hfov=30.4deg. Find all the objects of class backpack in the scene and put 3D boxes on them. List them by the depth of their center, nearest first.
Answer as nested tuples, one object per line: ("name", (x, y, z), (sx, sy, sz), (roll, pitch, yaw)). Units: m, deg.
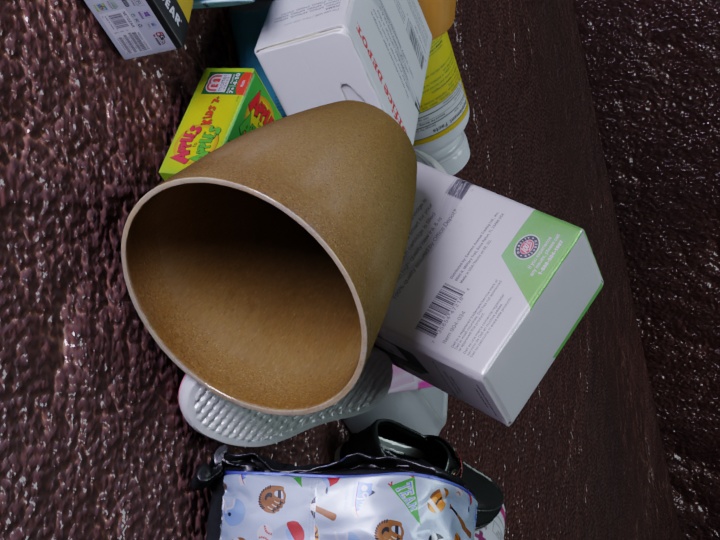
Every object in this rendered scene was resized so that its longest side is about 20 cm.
("backpack", (-0.006, 0.207, 0.992), (0.200, 0.188, 0.156), (31, 50, -65))

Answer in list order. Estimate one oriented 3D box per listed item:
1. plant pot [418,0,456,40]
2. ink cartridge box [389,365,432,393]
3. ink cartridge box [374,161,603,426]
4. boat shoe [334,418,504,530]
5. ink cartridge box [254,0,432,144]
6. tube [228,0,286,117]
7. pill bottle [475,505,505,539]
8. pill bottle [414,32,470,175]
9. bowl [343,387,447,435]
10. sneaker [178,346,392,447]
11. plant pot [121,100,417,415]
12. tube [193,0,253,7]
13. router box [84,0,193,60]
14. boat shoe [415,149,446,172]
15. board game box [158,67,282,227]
("plant pot", (0.019, -0.320, 1.281), (0.201, 0.197, 0.185), (-69, 154, -54))
("ink cartridge box", (0.025, 0.062, 1.206), (0.199, 0.037, 0.096), (-2, 101, -47))
("ink cartridge box", (0.070, 0.010, 1.068), (0.146, 0.199, 0.084), (-53, 142, -15))
("boat shoe", (0.069, 0.200, 1.276), (0.200, 0.063, 0.074), (26, 40, -33))
("ink cartridge box", (-0.008, -0.191, 1.120), (0.201, 0.083, 0.145), (-79, 150, -48))
("tube", (-0.075, -0.132, 1.155), (0.077, 0.050, 0.203), (-46, 132, -60))
("pill bottle", (0.083, 0.315, 1.331), (0.201, 0.112, 0.114), (-77, 152, -46))
("pill bottle", (0.055, -0.200, 1.451), (0.113, 0.111, 0.202), (-74, 151, -49))
("bowl", (0.037, 0.080, 1.351), (0.200, 0.074, 0.202), (56, 31, -50))
("sneaker", (-0.078, 0.080, 1.040), (0.199, 0.104, 0.076), (-5, 112, -43))
("plant pot", (-0.038, -0.035, 0.939), (0.200, 0.184, 0.188), (-53, 134, -45))
("tube", (-0.102, -0.249, 1.065), (0.201, 0.076, 0.051), (-75, 154, -56))
("router box", (-0.173, -0.272, 0.908), (0.201, 0.052, 0.159), (59, 30, -50))
("boat shoe", (0.047, -0.034, 1.200), (0.068, 0.072, 0.202), (19, 49, -40))
("board game box", (-0.082, -0.057, 1.065), (0.201, 0.047, 0.103), (59, 43, -50))
